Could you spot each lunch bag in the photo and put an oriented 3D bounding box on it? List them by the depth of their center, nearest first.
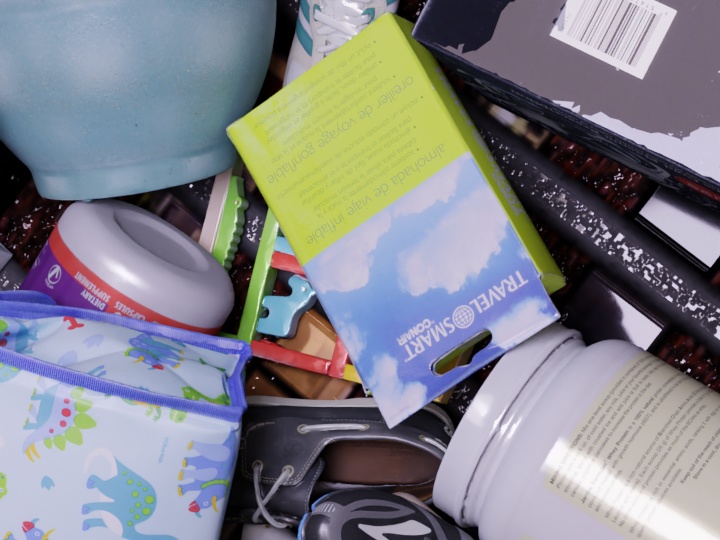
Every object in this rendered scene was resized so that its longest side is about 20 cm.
[{"bbox_3d":[-0.171,0.109,1.300,0.200,0.127,0.170,11,107,-6],"label":"lunch bag"}]

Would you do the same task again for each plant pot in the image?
[{"bbox_3d":[-0.139,-0.116,1.405,0.200,0.200,0.134,-5,103,15],"label":"plant pot"}]

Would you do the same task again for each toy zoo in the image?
[{"bbox_3d":[0.000,0.000,1.429,0.200,0.020,0.131,14,88,17],"label":"toy zoo"}]

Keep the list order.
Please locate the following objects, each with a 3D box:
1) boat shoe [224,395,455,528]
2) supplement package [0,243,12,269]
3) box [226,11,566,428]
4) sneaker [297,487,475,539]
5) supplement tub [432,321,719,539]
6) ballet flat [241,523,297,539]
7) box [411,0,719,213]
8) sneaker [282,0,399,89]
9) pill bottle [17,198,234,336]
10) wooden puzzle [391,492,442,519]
[{"bbox_3d":[-0.043,0.114,1.374,0.200,0.068,0.072,-6,114,-1],"label":"boat shoe"},{"bbox_3d":[-0.340,-0.014,1.432,0.151,0.200,0.152,42,96,16],"label":"supplement package"},{"bbox_3d":[0.023,-0.027,1.335,0.122,0.048,0.200,-35,72,19],"label":"box"},{"bbox_3d":[0.062,0.168,1.251,0.200,0.083,0.071,31,66,-1],"label":"sneaker"},{"bbox_3d":[0.155,0.127,1.306,0.200,0.145,0.145,31,93,17],"label":"supplement tub"},{"bbox_3d":[-0.085,0.176,1.416,0.200,0.069,0.071,-4,57,15],"label":"ballet flat"},{"bbox_3d":[0.155,-0.112,1.314,0.200,0.182,0.104,28,92,17],"label":"box"},{"bbox_3d":[-0.012,-0.155,1.405,0.070,0.093,0.200,10,80,16],"label":"sneaker"},{"bbox_3d":[-0.166,0.064,1.412,0.112,0.112,0.200,36,105,16],"label":"pill bottle"},{"bbox_3d":[0.025,0.247,1.363,0.185,0.037,0.200,41,98,-8],"label":"wooden puzzle"}]
